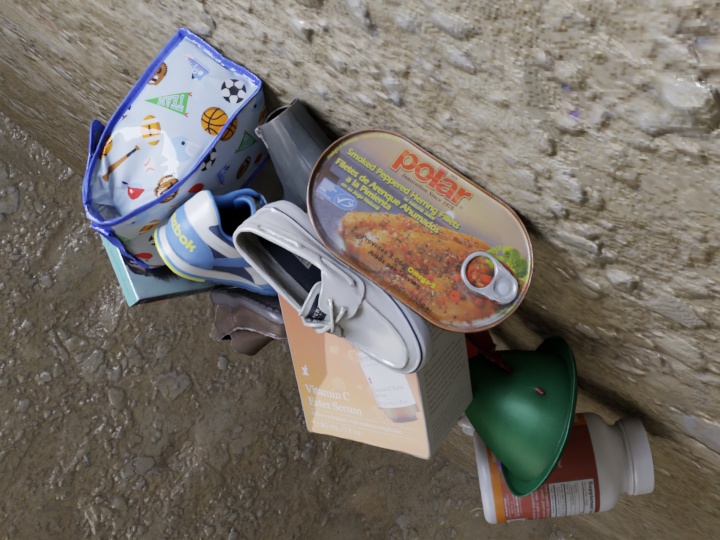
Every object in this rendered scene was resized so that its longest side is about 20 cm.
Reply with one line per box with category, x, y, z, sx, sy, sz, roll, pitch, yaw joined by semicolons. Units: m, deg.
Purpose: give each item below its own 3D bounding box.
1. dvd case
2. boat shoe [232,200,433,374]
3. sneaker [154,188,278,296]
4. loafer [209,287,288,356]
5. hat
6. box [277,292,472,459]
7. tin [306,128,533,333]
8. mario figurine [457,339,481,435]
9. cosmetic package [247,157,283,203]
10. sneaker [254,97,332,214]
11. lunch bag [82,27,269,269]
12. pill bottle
dvd case;-0.223;-0.040;0.908;0.198;0.022;0.149;-9;-109;-60
boat shoe;-0.026;0.021;0.647;0.200;0.065;0.072;45;129;7
sneaker;-0.103;-0.030;0.755;0.197;0.082;0.075;7;-136;-50
loafer;-0.111;0.060;0.859;0.071;0.073;0.199;-4;-176;-28
hat;0.112;0.117;0.805;0.172;0.169;0.201;21;-159;-6
box;0.015;0.059;0.753;0.149;0.106;0.205;4;116;34
tin;0.047;-0.032;0.620;0.198;0.113;0.042;35;178;6
mario figurine;0.131;0.124;0.962;0.198;0.106;0.125;30;-157;-36
cosmetic package;-0.167;-0.129;0.932;0.199;0.074;0.103;40;167;-19
sneaker;-0.056;-0.109;0.751;0.107;0.074;0.200;55;170;-11
lunch bag;-0.189;-0.107;0.768;0.122;0.203;0.170;32;169;7
pill bottle;0.236;0.229;0.900;0.194;0.115;0.113;-9;158;7
